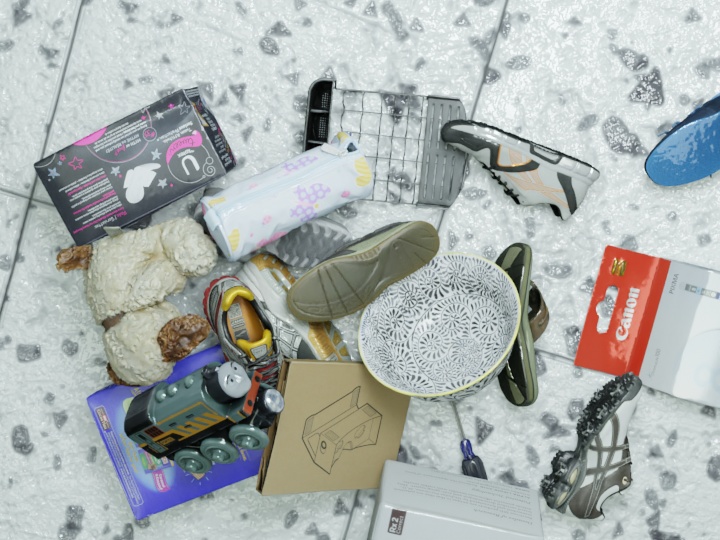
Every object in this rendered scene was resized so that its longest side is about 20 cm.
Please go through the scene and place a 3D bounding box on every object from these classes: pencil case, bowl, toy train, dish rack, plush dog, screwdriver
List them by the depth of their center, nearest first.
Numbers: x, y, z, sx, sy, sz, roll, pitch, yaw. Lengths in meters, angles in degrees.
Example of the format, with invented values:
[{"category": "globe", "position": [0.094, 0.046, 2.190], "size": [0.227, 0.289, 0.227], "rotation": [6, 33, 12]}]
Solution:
[{"category": "toy train", "position": [-0.179, 0.165, 1.426], "size": [0.114, 0.085, 0.200], "rotation": [38, 135, -27]}, {"category": "pencil case", "position": [-0.083, -0.085, 1.431], "size": [0.200, 0.091, 0.083], "rotation": [-27, 88, -11]}, {"category": "plush dog", "position": [-0.259, 0.048, 1.450], "size": [0.200, 0.160, 0.172], "rotation": [-32, 71, 47]}, {"category": "bowl", "position": [0.105, 0.086, 1.500], "size": [0.200, 0.094, 0.201], "rotation": [-12, 52, 15]}, {"category": "dish rack", "position": [0.032, -0.148, 1.514], "size": [0.200, 0.055, 0.154], "rotation": [6, 97, 2]}, {"category": "screwdriver", "position": [0.125, 0.196, 1.567], "size": [0.028, 0.029, 0.200], "rotation": [-17, 89, 5]}]

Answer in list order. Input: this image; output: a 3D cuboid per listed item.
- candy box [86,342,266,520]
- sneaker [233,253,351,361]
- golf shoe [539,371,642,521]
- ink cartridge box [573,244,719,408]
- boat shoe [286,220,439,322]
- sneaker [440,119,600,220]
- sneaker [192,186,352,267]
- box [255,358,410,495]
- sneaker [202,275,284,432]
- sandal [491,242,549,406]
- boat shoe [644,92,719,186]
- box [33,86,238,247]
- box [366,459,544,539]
[{"category": "candy box", "position": [-0.211, 0.193, 1.551], "size": [0.200, 0.077, 0.169], "rotation": [-21, 94, 6]}, {"category": "sneaker", "position": [-0.090, 0.078, 1.544], "size": [0.088, 0.076, 0.200], "rotation": [-37, 88, 19]}, {"category": "golf shoe", "position": [0.305, 0.218, 1.534], "size": [0.094, 0.078, 0.200], "rotation": [27, 108, -4]}, {"category": "ink cartridge box", "position": [0.378, 0.069, 1.524], "size": [0.200, 0.047, 0.160], "rotation": [14, 97, -1]}, {"category": "boat shoe", "position": [0.000, -0.001, 1.510], "size": [0.201, 0.066, 0.072], "rotation": [-29, 105, -8]}, {"category": "sneaker", "position": [0.184, -0.121, 1.492], "size": [0.200, 0.074, 0.080], "rotation": [22, 103, -8]}, {"category": "sneaker", "position": [-0.103, -0.065, 1.521], "size": [0.200, 0.082, 0.075], "rotation": [15, 128, -16]}, {"category": "box", "position": [-0.026, 0.188, 1.506], "size": [0.200, 0.021, 0.164], "rotation": [5, 100, -41]}, {"category": "sneaker", "position": [-0.127, 0.104, 1.465], "size": [0.078, 0.082, 0.200], "rotation": [-27, 100, -15]}, {"category": "sandal", "position": [0.199, 0.064, 1.528], "size": [0.057, 0.080, 0.201], "rotation": [-8, 98, -24]}, {"category": "boat shoe", "position": [0.428, -0.165, 1.489], "size": [0.200, 0.069, 0.084], "rotation": [-30, 103, 6]}, {"category": "box", "position": [-0.262, -0.125, 1.491], "size": [0.200, 0.132, 0.115], "rotation": [-25, 98, 5]}, {"category": "box", "position": [0.102, 0.359, 1.512], "size": [0.200, 0.131, 0.199], "rotation": [12, 107, 2]}]
